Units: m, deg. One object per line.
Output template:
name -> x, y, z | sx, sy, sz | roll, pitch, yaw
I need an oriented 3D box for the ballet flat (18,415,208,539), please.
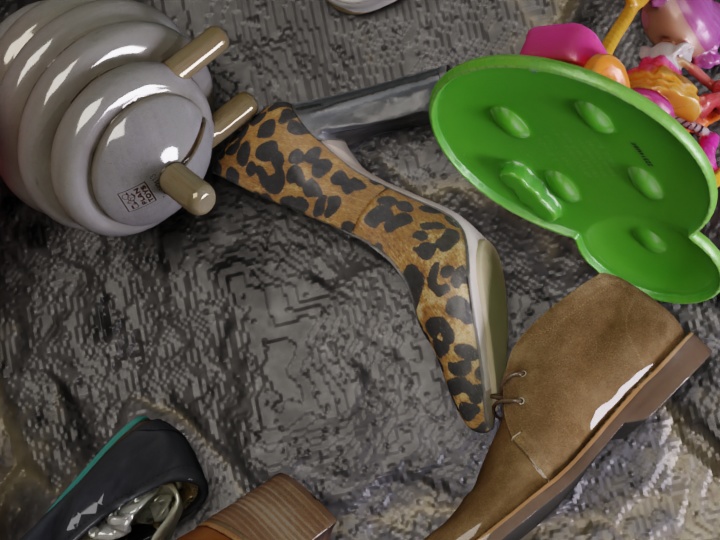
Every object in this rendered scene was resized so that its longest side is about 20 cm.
ballet flat -> -0.156, 0.160, 1.072 | 0.073, 0.073, 0.200 | 42, 72, 15

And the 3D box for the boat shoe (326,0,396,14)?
boat shoe -> 0.059, -0.211, 1.126 | 0.199, 0.069, 0.071 | -33, 73, 1

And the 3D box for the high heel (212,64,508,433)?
high heel -> 0.000, 0.000, 1.100 | 0.142, 0.071, 0.201 | -14, 75, 14

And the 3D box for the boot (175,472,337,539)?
boot -> -0.035, 0.207, 1.028 | 0.155, 0.077, 0.200 | -39, 68, -25

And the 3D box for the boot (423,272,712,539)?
boot -> 0.085, 0.082, 1.042 | 0.075, 0.074, 0.200 | 45, 67, 5

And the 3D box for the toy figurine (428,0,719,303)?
toy figurine -> 0.151, -0.113, 1.064 | 0.150, 0.200, 0.185 | -1, 54, 44

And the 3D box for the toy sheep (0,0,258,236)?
toy sheep -> -0.135, -0.085, 1.104 | 0.138, 0.138, 0.200 | -52, 45, -3
